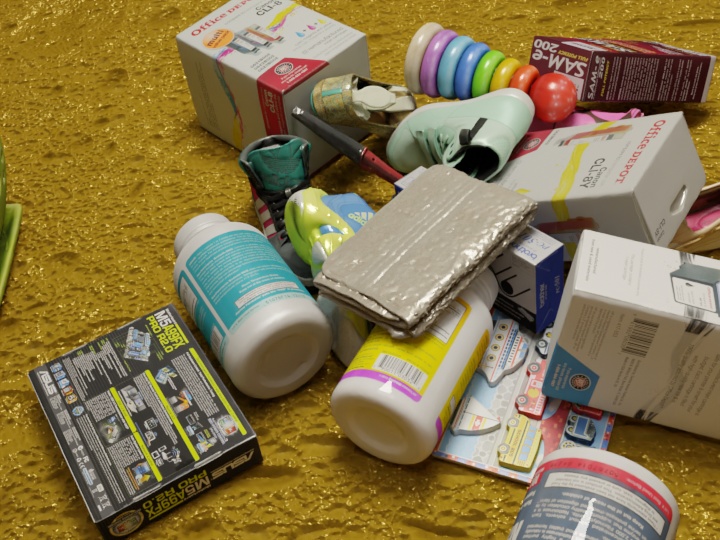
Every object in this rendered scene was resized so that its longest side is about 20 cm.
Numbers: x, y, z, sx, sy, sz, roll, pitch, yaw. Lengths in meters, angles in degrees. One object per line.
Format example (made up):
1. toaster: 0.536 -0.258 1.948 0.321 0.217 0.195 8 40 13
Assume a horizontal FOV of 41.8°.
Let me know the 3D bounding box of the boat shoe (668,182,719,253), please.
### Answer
1. boat shoe: 0.324 -0.048 0.999 0.199 0.069 0.074 -21 48 -13

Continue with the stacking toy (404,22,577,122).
1. stacking toy: 0.154 -0.219 1.080 0.199 0.086 0.085 22 52 23

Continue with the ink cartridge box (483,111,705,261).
1. ink cartridge box: 0.233 -0.084 0.981 0.199 0.084 0.145 -1 38 44

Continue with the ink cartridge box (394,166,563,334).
1. ink cartridge box: 0.119 -0.024 0.973 0.044 0.094 0.200 -33 46 -25

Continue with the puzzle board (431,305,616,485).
1. puzzle board: 0.169 0.114 0.900 0.150 0.017 0.200 14 49 18

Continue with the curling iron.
1. curling iron: 0.005 -0.122 1.068 0.200 0.026 0.050 40 36 -4

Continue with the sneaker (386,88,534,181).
1. sneaker: 0.089 -0.133 1.055 0.200 0.074 0.118 -15 31 42

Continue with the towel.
1. towel: 0.062 -0.022 0.892 0.132 0.035 0.200 27 58 38

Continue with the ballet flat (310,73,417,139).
1. ballet flat: 0.026 -0.196 1.120 0.071 0.071 0.199 34 22 32

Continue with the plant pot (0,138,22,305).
1. plant pot: -0.481 -0.048 1.014 0.199 0.182 0.200 -7 47 -1

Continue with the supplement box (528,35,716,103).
1. supplement box: 0.312 -0.240 1.128 0.199 0.061 0.109 -6 24 -29

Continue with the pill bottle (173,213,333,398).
1. pill bottle: -0.119 0.026 0.951 0.110 0.111 0.200 -26 49 -17

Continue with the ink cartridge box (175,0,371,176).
1. ink cartridge box: -0.104 -0.235 1.174 0.200 0.145 0.145 31 58 32

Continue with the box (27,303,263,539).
1. box: -0.208 0.138 0.901 0.160 0.044 0.200 -27 50 -19

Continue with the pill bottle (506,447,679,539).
1. pill bottle: 0.156 0.245 0.705 0.119 0.120 0.200 17 50 21

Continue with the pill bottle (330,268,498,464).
1. pill bottle: 0.060 0.075 0.889 0.104 0.105 0.200 18 51 22

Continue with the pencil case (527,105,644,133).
1. pencil case: 0.231 -0.173 1.118 0.199 0.091 0.094 20 58 26

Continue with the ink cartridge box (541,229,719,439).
1. ink cartridge box: 0.274 0.063 0.831 0.199 0.147 0.086 13 47 8

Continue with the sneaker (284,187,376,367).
1. sneaker: 0.000 0.000 0.965 0.105 0.076 0.201 -14 75 -27

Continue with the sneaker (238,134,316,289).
1. sneaker: -0.079 -0.082 1.043 0.083 0.121 0.200 -19 48 -12
